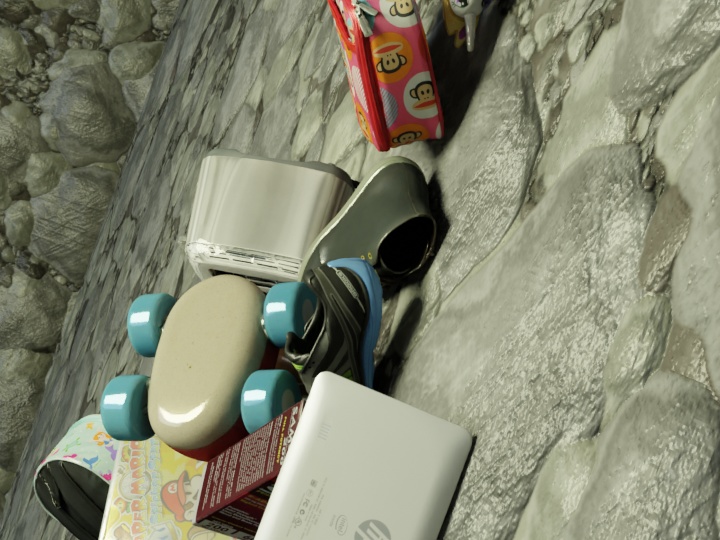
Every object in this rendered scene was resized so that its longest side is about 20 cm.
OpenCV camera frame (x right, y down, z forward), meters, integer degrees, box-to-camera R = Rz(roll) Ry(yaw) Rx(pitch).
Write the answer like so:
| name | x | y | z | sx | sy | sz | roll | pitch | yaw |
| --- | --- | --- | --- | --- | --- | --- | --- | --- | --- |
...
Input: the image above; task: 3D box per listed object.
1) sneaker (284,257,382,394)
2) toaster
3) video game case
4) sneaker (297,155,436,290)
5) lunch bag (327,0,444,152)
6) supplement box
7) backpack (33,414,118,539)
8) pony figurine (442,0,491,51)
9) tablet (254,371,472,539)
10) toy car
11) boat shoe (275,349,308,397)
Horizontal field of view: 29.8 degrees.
| name | x | y | z | sx | sy | sz | roll | pitch | yaw |
| --- | --- | --- | --- | --- | --- | --- | --- | --- | --- |
| sneaker | -0.029 | 0.086 | 1.187 | 0.071 | 0.082 | 0.202 | -130 | 41 | -66 |
| toaster | -0.085 | -0.039 | 1.379 | 0.114 | 0.198 | 0.131 | 71 | -149 | -64 |
| video game case | -0.165 | 0.211 | 1.369 | 0.023 | 0.180 | 0.202 | 73 | -161 | -55 |
| sneaker | 0.000 | 0.000 | 1.236 | 0.201 | 0.074 | 0.107 | -61 | 21 | 25 |
| lunch bag | 0.019 | -0.223 | 1.270 | 0.201 | 0.081 | 0.178 | -107 | 4 | -61 |
| supplement box | -0.052 | 0.180 | 1.134 | 0.200 | 0.108 | 0.061 | -39 | 35 | 52 |
| backpack | -0.275 | 0.260 | 1.578 | 0.178 | 0.199 | 0.151 | -49 | 8 | 50 |
| pony figurine | 0.093 | -0.319 | 1.178 | 0.201 | 0.165 | 0.195 | 118 | 139 | -56 |
| tablet | -0.009 | 0.190 | 1.003 | 0.014 | 0.129 | 0.202 | 25 | -94 | -76 |
| toy car | -0.111 | 0.124 | 1.295 | 0.182 | 0.200 | 0.179 | -4 | 54 | 24 |
| boat shoe | -0.106 | 0.075 | 1.389 | 0.199 | 0.073 | 0.077 | 22 | 95 | 49 |
